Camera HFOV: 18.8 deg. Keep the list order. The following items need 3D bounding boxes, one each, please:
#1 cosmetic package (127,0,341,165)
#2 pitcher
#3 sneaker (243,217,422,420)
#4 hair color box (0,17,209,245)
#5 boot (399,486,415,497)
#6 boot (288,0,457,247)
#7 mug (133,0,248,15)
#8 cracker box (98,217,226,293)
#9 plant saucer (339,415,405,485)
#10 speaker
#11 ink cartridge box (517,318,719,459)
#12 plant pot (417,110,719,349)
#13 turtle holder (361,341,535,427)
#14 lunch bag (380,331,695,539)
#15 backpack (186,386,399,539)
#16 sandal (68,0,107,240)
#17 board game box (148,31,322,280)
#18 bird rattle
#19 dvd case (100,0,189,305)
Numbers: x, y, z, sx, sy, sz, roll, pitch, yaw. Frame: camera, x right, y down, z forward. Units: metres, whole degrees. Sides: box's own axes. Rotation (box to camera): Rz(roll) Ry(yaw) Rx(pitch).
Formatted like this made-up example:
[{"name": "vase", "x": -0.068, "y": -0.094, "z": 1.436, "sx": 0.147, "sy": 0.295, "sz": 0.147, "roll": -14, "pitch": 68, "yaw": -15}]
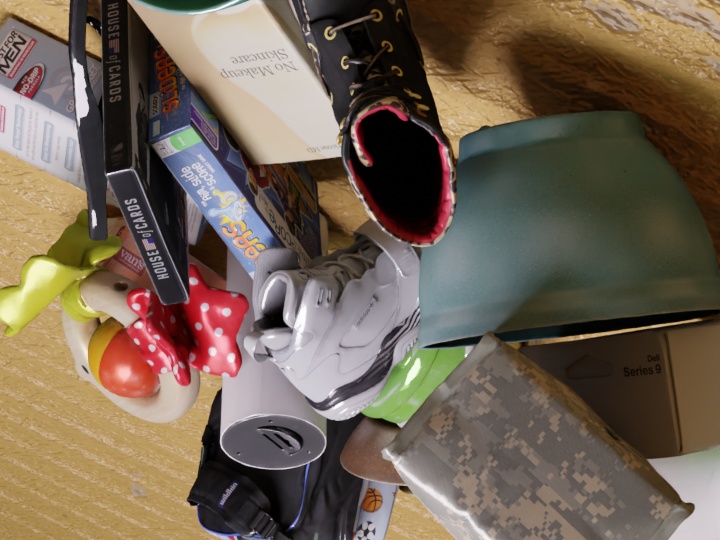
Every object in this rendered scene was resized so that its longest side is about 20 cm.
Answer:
[{"name": "cosmetic package", "x": -0.071, "y": -0.163, "z": 1.438, "sx": 0.105, "sy": 0.071, "sz": 0.200, "roll": -5, "pitch": 138, "yaw": 35}, {"name": "pitcher", "x": 0.220, "y": 0.171, "z": 1.612, "sx": 0.199, "sy": 0.172, "sz": 0.122, "roll": -13, "pitch": 96, "yaw": 10}, {"name": "sneaker", "x": 0.000, "y": 0.000, "z": 1.512, "sx": 0.115, "sy": 0.200, "sz": 0.075, "roll": 34, "pitch": 178, "yaw": -43}, {"name": "hair color box", "x": -0.198, "y": -0.106, "z": 1.668, "sx": 0.199, "sy": 0.061, "sz": 0.099, "roll": 26, "pitch": 152, "yaw": 2}, {"name": "boot", "x": 0.131, "y": 0.191, "z": 1.859, "sx": 0.154, "sy": 0.072, "sz": 0.200, "roll": 31, "pitch": 160, "yaw": -20}, {"name": "boot", "x": 0.007, "y": -0.119, "z": 1.336, "sx": 0.073, "sy": 0.151, "sz": 0.201, "roll": -17, "pitch": 114, "yaw": 3}, {"name": "mug", "x": -0.069, "y": -0.236, "z": 1.259, "sx": 0.184, "sy": 0.114, "sz": 0.153, "roll": -10, "pitch": 102, "yaw": 24}, {"name": "cracker box", "x": -0.170, "y": 0.016, "z": 1.788, "sx": 0.134, "sy": 0.058, "sz": 0.200, "roll": 36, "pitch": 168, "yaw": -16}, {"name": "plant saucer", "x": 0.081, "y": 0.122, "z": 1.710, "sx": 0.200, "sy": 0.200, "sz": 0.037, "roll": 3, "pitch": 106, "yaw": 39}, {"name": "speaker", "x": -0.063, "y": 0.047, "z": 1.638, "sx": 0.081, "sy": 0.201, "sz": 0.081, "roll": 0, "pitch": 146, "yaw": 0}, {"name": "ink cartridge box", "x": 0.222, "y": 0.077, "z": 1.456, "sx": 0.199, "sy": 0.084, "sz": 0.146, "roll": -5, "pitch": 176, "yaw": -39}, {"name": "plant pot", "x": 0.128, "y": -0.028, "z": 1.387, "sx": 0.199, "sy": 0.135, "sz": 0.200, "roll": -6, "pitch": 175, "yaw": -1}, {"name": "turtle holder", "x": 0.066, "y": 0.039, "z": 1.620, "sx": 0.131, "sy": 0.141, "sz": 0.186, "roll": 19, "pitch": 124, "yaw": -22}, {"name": "lunch bag", "x": 0.107, "y": 0.131, "z": 1.343, "sx": 0.164, "sy": 0.118, "sz": 0.200, "roll": 42, "pitch": 176, "yaw": 6}, {"name": "backpack", "x": -0.057, "y": 0.163, "z": 1.878, "sx": 0.154, "sy": 0.201, "sz": 0.190, "roll": 30, "pitch": 158, "yaw": -34}, {"name": "sandal", "x": -0.185, "y": -0.121, "z": 1.574, "sx": 0.045, "sy": 0.075, "sz": 0.201, "roll": -5, "pitch": 109, "yaw": -4}, {"name": "board game box", "x": -0.086, "y": -0.075, "z": 1.544, "sx": 0.034, "sy": 0.136, "sz": 0.200, "roll": -21, "pitch": 132, "yaw": 16}, {"name": "bird rattle", "x": -0.166, "y": 0.044, "z": 1.624, "sx": 0.199, "sy": 0.113, "sz": 0.163, "roll": 20, "pitch": 140, "yaw": 23}, {"name": "dvd case", "x": -0.149, "y": -0.100, "z": 1.505, "sx": 0.025, "sy": 0.201, "sz": 0.151, "roll": -11, "pitch": 143, "yaw": 5}]
